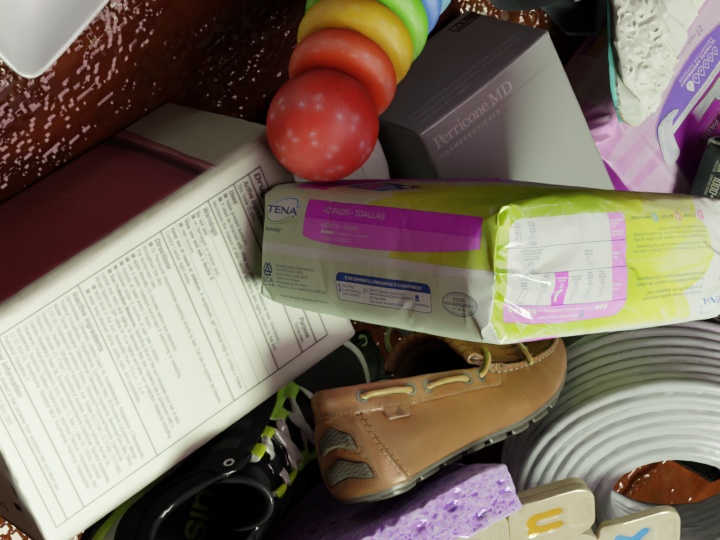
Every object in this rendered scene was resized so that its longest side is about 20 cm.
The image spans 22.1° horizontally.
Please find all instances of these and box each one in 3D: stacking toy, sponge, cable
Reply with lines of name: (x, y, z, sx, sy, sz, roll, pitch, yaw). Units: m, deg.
stacking toy: (-0.001, -0.124, 0.926, 0.085, 0.085, 0.200, 56, 40, -34)
sponge: (-0.017, 0.138, 0.983, 0.112, 0.200, 0.030, -26, 97, -31)
cable: (0.181, 0.122, 1.079, 0.200, 0.069, 0.200, 36, 123, -20)

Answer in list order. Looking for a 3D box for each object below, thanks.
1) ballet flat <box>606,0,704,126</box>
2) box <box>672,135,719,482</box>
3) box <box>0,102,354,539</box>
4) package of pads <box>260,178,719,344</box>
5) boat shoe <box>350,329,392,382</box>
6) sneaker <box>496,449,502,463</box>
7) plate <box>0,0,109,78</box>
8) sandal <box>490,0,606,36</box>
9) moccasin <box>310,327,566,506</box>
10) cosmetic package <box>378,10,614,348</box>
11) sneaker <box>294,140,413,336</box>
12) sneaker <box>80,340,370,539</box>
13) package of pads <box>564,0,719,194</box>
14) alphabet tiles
ballet flat: (0.168, -0.185, 1.066, 0.072, 0.072, 0.200, 10, 69, -39)
box: (0.258, 0.014, 1.174, 0.164, 0.086, 0.200, -12, 125, -53)
box: (-0.125, 0.022, 0.923, 0.200, 0.109, 0.128, -35, 120, -26)
package of pads: (0.074, -0.010, 0.911, 0.200, 0.154, 0.068, -4, 99, -47)
boat shoe: (-0.071, 0.079, 1.017, 0.200, 0.069, 0.057, -12, 76, -29)
sneaker: (0.050, 0.172, 1.137, 0.200, 0.081, 0.083, -38, 110, -34)
plate: (-0.160, -0.227, 0.875, 0.200, 0.032, 0.200, -51, 128, -15)
sandal: (0.113, -0.179, 1.036, 0.200, 0.043, 0.076, -1, 90, -67)
moccasin: (0.043, 0.059, 0.974, 0.201, 0.074, 0.078, -20, 91, -45)
cosmetic package: (0.085, -0.041, 1.082, 0.107, 0.090, 0.200, -41, 127, -17)
sneaker: (0.000, 0.000, 1.030, 0.200, 0.075, 0.089, 52, 57, -25)
sneaker: (-0.054, 0.110, 0.932, 0.200, 0.083, 0.072, -44, 110, -25)
package of pads: (0.202, -0.125, 1.153, 0.200, 0.076, 0.121, -54, 129, -12)
alphabet tiles: (0.089, 0.194, 1.053, 0.196, 0.015, 0.200, -16, 134, -6)
